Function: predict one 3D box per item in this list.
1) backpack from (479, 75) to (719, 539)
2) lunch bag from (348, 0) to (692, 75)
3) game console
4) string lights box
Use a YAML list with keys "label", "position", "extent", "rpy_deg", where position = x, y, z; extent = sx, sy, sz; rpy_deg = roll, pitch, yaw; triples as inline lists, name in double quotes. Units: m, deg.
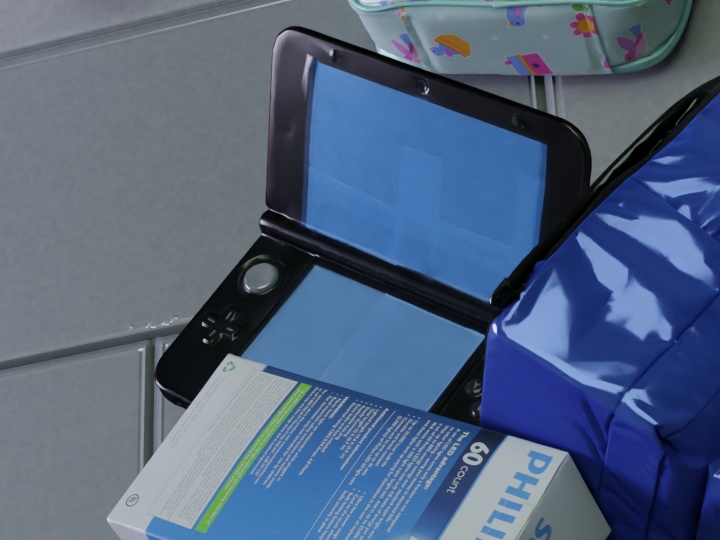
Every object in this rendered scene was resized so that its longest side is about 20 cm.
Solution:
- label: "backpack"
  position: [0.164, 0.026, 1.083]
  extent: [0.168, 0.163, 0.200]
  rpy_deg: [36, 66, 13]
- label: "lunch bag"
  position: [0.101, -0.192, 1.414]
  extent: [0.199, 0.077, 0.161]
  rpy_deg: [1, 58, 22]
- label: "game console"
  position: [0.000, 0.000, 1.216]
  extent: [0.199, 0.119, 0.173]
  rpy_deg: [22, 62, 35]
- label: "string lights box"
  position: [-0.003, 0.111, 1.090]
  extent: [0.199, 0.059, 0.103]
  rpy_deg: [15, 58, 39]
